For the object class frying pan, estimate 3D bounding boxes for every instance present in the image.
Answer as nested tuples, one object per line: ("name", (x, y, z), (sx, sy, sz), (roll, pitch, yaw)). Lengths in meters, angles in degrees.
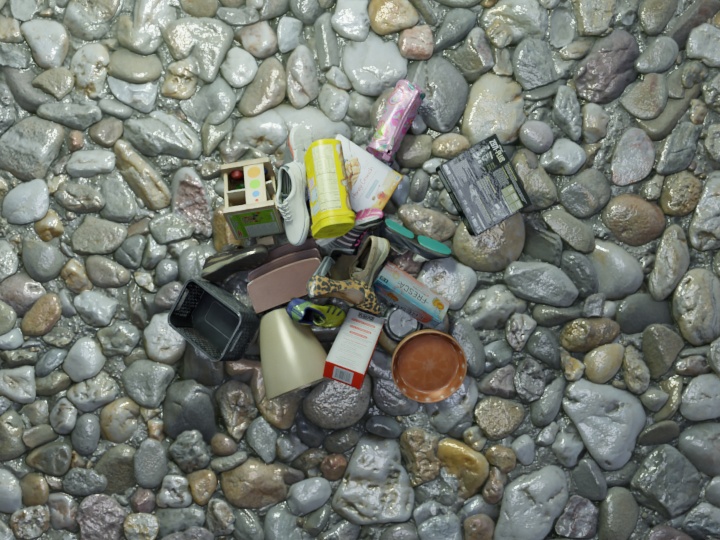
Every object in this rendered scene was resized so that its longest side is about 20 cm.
("frying pan", (0.079, 0.119, 1.469), (0.188, 0.031, 0.116), (28, 93, -4))

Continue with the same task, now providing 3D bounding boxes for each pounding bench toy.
("pounding bench toy", (-0.265, -0.166, 1.409), (0.122, 0.201, 0.158), (-9, 63, -1))

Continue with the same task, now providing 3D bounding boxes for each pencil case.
("pencil case", (0.089, -0.370, 1.399), (0.087, 0.087, 0.202), (26, 91, -1))

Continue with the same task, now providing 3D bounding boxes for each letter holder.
("letter holder", (-0.190, 0.006, 1.426), (0.198, 0.101, 0.144), (-20, 92, 2))

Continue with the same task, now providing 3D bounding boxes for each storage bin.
("storage bin", (-0.369, 0.125, 1.404), (0.199, 0.094, 0.136), (32, 95, 23))

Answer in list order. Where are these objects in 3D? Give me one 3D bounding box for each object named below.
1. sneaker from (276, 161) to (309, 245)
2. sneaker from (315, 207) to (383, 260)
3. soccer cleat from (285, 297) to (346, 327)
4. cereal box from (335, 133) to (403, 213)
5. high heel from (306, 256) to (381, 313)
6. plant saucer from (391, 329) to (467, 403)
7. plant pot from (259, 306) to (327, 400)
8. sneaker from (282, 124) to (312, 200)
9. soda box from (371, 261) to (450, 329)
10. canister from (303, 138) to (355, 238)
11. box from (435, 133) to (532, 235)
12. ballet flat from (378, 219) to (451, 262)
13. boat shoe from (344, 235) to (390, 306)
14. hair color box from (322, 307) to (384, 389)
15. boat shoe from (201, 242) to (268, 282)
("sneaker", (-0.171, -0.157, 1.341), (0.072, 0.070, 0.203), (6, 105, 36))
("sneaker", (-0.016, -0.087, 1.417), (0.198, 0.074, 0.088), (-26, 107, 25))
("soccer cleat", (-0.101, 0.119, 1.397), (0.083, 0.199, 0.065), (34, 99, 41))
("cereal box", (-0.010, -0.235, 1.435), (0.199, 0.040, 0.145), (32, 96, -2))
("high heel", (-0.041, 0.071, 1.338), (0.200, 0.143, 0.071), (40, 128, -9))
("plant saucer", (0.178, 0.249, 1.461), (0.197, 0.032, 0.203), (0, 105, 1))
("plant pot", (-0.181, 0.201, 1.414), (0.185, 0.187, 0.202), (-22, 79, 2))
("sneaker", (-0.162, -0.262, 1.421), (0.076, 0.082, 0.203), (6, 89, -31))
("soda box", (0.128, 0.065, 1.434), (0.199, 0.064, 0.069), (34, 59, -1))
("canister", (-0.077, -0.191, 1.322), (0.085, 0.148, 0.203), (-6, 82, -18))
("box", (0.309, -0.214, 1.411), (0.163, 0.086, 0.202), (-30, 94, 3))
("ballet flat", (0.134, -0.065, 1.439), (0.198, 0.073, 0.074), (24, 94, -7))
("boat shoe", (0.000, 0.000, 1.415), (0.064, 0.072, 0.201), (13, 117, -40))
("hair color box", (-0.014, 0.189, 1.382), (0.100, 0.201, 0.062), (19, 129, 7))
("boat shoe", (-0.325, -0.036, 1.418), (0.198, 0.074, 0.074), (-19, 65, 18))
